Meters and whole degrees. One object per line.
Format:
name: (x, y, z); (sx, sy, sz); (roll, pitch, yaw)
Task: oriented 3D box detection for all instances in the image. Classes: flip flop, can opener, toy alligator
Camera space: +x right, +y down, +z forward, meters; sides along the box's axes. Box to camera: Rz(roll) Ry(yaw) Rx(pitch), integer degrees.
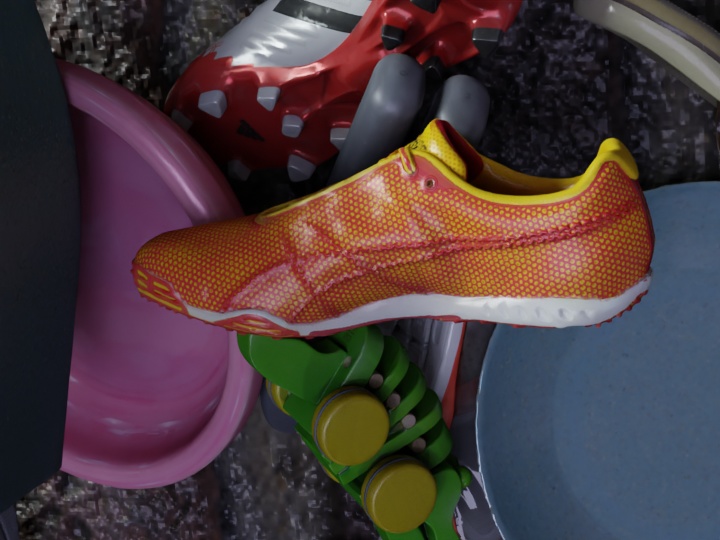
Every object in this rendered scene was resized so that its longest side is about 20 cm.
flip flop: (0.161, -0.045, 0.748); (0.199, 0.081, 0.058); (36, 93, 2)
can opener: (0.000, 0.000, 0.774); (0.053, 0.067, 0.200); (18, 142, -5)
toy alligator: (0.019, 0.080, 0.771); (0.054, 0.059, 0.201); (-39, 120, -8)

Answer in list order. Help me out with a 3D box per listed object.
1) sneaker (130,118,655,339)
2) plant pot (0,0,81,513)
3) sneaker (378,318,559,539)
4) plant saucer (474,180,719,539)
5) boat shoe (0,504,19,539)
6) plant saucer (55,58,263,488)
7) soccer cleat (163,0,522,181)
sneaker: (0.009, -0.017, 0.702); (0.198, 0.073, 0.078); (-5, 103, 12)
plant pot: (-0.209, -0.024, 0.698); (0.195, 0.196, 0.202); (15, 99, 7)
sneaker: (0.056, 0.062, 0.838); (0.081, 0.077, 0.202); (-3, 114, -16)
plant saucer: (0.145, 0.063, 0.800); (0.199, 0.039, 0.203); (0, 91, -4)
boat shoe: (-0.201, 0.132, 0.883); (0.070, 0.072, 0.201); (8, 133, 14)
plant saucer: (-0.119, -0.003, 0.822); (0.199, 0.051, 0.202); (16, 122, 26)
soccer cleat: (-0.006, -0.100, 0.779); (0.068, 0.086, 0.199); (36, 140, -26)
